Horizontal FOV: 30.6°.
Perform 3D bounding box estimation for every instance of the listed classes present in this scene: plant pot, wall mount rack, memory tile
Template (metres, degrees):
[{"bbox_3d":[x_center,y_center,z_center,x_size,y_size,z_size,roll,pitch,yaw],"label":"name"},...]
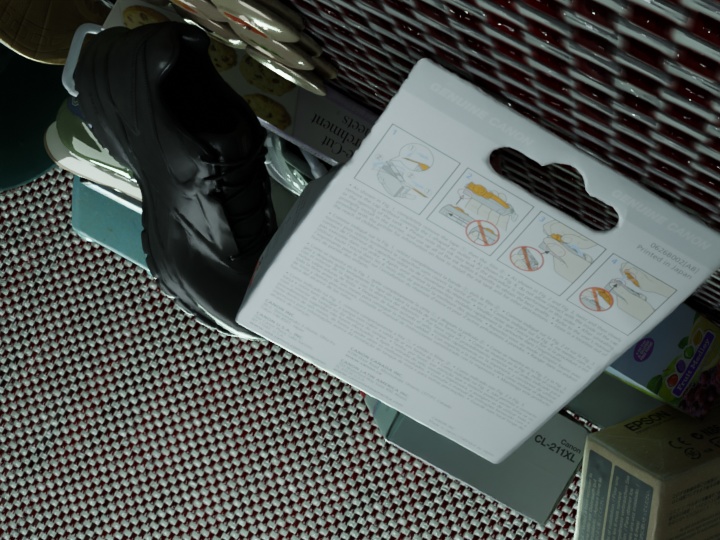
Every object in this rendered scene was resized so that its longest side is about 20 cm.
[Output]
[{"bbox_3d":[-0.207,-0.102,1.415,0.196,0.200,0.196,30,-179,-6],"label":"plant pot"},{"bbox_3d":[-0.348,-0.191,1.163,0.201,0.201,0.161,29,-169,-35],"label":"plant pot"},{"bbox_3d":[-0.108,-0.120,0.917,0.174,0.075,0.200,13,-171,-28],"label":"wall mount rack"},{"bbox_3d":[-0.107,-0.151,0.663,0.200,0.017,0.153,29,180,8],"label":"memory tile"}]

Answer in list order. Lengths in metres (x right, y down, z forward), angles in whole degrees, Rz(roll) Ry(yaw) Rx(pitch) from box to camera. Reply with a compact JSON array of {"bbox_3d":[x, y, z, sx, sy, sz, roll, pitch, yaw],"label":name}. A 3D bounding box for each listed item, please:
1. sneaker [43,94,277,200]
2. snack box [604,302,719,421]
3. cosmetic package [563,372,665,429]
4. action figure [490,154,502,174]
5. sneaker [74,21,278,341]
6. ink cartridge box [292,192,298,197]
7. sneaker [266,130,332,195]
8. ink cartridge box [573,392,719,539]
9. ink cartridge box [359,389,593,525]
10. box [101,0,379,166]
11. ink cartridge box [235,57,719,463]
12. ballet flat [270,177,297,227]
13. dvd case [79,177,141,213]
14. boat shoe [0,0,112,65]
[{"bbox_3d":[-0.139,-0.094,1.028,0.200,0.067,0.090,18,141,-21],"label":"sneaker"},{"bbox_3d":[0.131,0.011,0.881,0.200,0.068,0.169,31,180,-35],"label":"snack box"},{"bbox_3d":[0.188,0.064,1.033,0.200,0.107,0.090,31,-178,19],"label":"cosmetic package"},{"bbox_3d":[0.042,-0.010,0.759,0.134,0.149,0.200,13,142,-13],"label":"action figure"},{"bbox_3d":[-0.084,-0.047,0.735,0.091,0.076,0.200,-7,118,48],"label":"sneaker"},{"bbox_3d":[-0.049,-0.040,1.178,0.200,0.146,0.085,28,167,-26],"label":"ink cartridge box"},{"bbox_3d":[0.010,-0.054,1.022,0.200,0.075,0.115,30,177,-9],"label":"sneaker"},{"bbox_3d":[0.241,0.172,0.918,0.200,0.165,0.075,-13,-152,-35],"label":"ink cartridge box"},{"bbox_3d":[0.086,0.114,1.066,0.146,0.083,0.200,29,-178,-7],"label":"ink cartridge box"},{"bbox_3d":[-0.059,-0.111,0.794,0.200,0.041,0.039,30,179,-9],"label":"box"},{"bbox_3d":[0.051,-0.006,0.615,0.162,0.200,0.050,29,-137,-9],"label":"ink cartridge box"},{"bbox_3d":[-0.085,-0.044,0.896,0.064,0.067,0.200,50,178,-10],"label":"ballet flat"},{"bbox_3d":[-0.151,-0.105,1.182,0.018,0.143,0.200,3,161,43],"label":"dvd case"},{"bbox_3d":[-0.235,-0.190,0.980,0.069,0.071,0.200,28,180,35],"label":"boat shoe"}]
